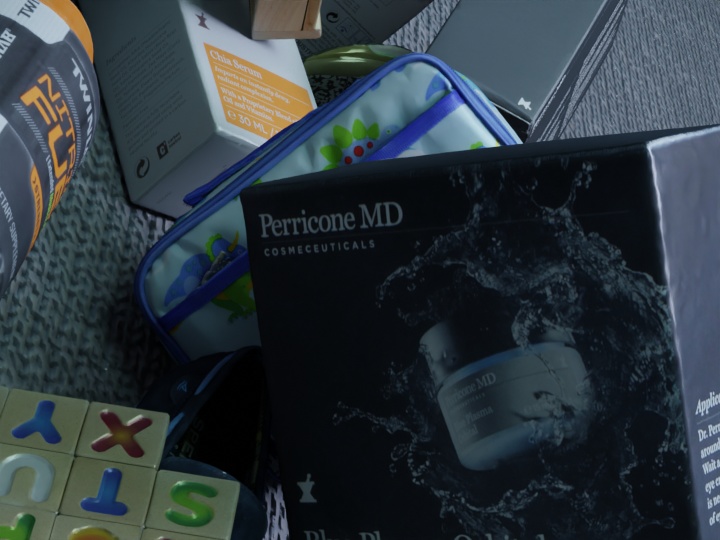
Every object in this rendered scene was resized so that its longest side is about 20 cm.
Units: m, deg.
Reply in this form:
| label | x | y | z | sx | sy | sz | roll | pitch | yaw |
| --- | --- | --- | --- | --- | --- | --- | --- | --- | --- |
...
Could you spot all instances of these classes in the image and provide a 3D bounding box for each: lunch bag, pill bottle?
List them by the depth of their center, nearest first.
| label | x | y | z | sx | sy | sz | roll | pitch | yaw |
| --- | --- | --- | --- | --- | --- | --- | --- | --- | --- |
| pill bottle | -0.176 | -0.058 | 0.842 | 0.106 | 0.106 | 0.200 | 44 | 29 | -17 |
| lunch bag | 0.000 | 0.000 | 0.948 | 0.161 | 0.200 | 0.082 | 54 | 4 | -2 |

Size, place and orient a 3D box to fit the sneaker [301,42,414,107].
| label | x | y | z | sx | sy | sz | roll | pitch | yaw |
| --- | --- | --- | --- | --- | --- | --- | --- | --- | --- |
| sneaker | 0.031 | -0.073 | 1.224 | 0.200 | 0.077 | 0.089 | 28 | 46 | -37 |

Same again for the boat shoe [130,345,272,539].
| label | x | y | z | sx | sy | sz | roll | pitch | yaw |
| --- | --- | --- | --- | --- | --- | --- | --- | --- | --- |
| boat shoe | -0.077 | 0.099 | 0.808 | 0.084 | 0.069 | 0.200 | 36 | 34 | -27 |

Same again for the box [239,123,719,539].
| label | x | y | z | sx | sy | sz | roll | pitch | yaw |
| --- | --- | --- | --- | --- | --- | --- | --- | --- | --- |
| box | 0.070 | 0.048 | 0.811 | 0.117 | 0.196 | 0.201 | -14 | 98 | -55 |

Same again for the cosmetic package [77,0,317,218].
| label | x | y | z | sx | sy | sz | roll | pitch | yaw |
| --- | --- | --- | --- | --- | --- | --- | --- | --- | --- |
| cosmetic package | -0.091 | -0.122 | 1.083 | 0.101 | 0.071 | 0.200 | 19 | 42 | -47 |

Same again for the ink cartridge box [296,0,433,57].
| label | x | y | z | sx | sy | sz | roll | pitch | yaw |
| --- | --- | --- | --- | --- | --- | --- | --- | --- | --- |
| ink cartridge box | 0.008 | -0.230 | 1.218 | 0.136 | 0.200 | 0.076 | 41 | 30 | -23 |

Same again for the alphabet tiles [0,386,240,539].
| label | x | y | z | sx | sy | sz | roll | pitch | yaw |
| --- | --- | --- | --- | --- | --- | --- | --- | --- | --- |
| alphabet tiles | -0.135 | 0.111 | 0.715 | 0.166 | 0.006 | 0.200 | 10 | 37 | -1 |

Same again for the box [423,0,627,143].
| label | x | y | z | sx | sy | sz | roll | pitch | yaw |
| --- | --- | --- | --- | --- | --- | --- | --- | --- | --- |
| box | 0.096 | -0.128 | 1.157 | 0.079 | 0.141 | 0.200 | 28 | 57 | 7 |

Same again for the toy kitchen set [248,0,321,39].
| label | x | y | z | sx | sy | sz | roll | pitch | yaw |
| --- | --- | --- | --- | --- | --- | --- | --- | --- | --- |
| toy kitchen set | 0.022 | -0.252 | 1.036 | 0.180 | 0.163 | 0.201 | -2 | 68 | -9 |
